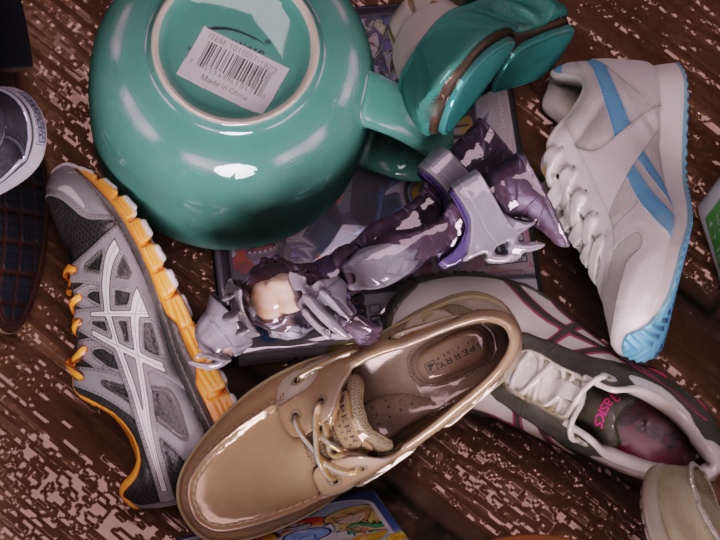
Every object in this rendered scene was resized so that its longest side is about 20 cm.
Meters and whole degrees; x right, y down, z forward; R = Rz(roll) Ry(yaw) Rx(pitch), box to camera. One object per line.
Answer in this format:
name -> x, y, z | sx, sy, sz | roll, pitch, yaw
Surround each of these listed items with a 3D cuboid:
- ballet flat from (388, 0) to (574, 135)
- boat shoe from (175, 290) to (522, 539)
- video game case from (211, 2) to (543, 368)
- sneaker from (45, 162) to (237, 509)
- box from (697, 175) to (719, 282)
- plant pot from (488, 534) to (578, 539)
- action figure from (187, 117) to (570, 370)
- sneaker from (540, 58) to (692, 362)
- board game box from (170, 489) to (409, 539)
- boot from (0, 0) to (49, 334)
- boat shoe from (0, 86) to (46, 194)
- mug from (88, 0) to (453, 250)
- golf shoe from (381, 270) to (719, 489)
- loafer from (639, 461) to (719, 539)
ballet flat -> 0.052, -0.120, 1.128 | 0.070, 0.200, 0.067 | 37, 115, 10
boat shoe -> -0.008, 0.073, 1.073 | 0.200, 0.065, 0.071 | -34, 92, 2
video game case -> 0.002, -0.053, 1.196 | 0.180, 0.026, 0.201 | -6, 75, -6
sneaker -> -0.126, 0.035, 1.135 | 0.077, 0.078, 0.200 | -26, 79, -6
box -> 0.311, 0.013, 1.128 | 0.199, 0.171, 0.200 | -11, 75, -8
plant pot -> 0.095, 0.224, 1.068 | 0.199, 0.140, 0.201 | 1, 73, -4
action figure -> 0.000, 0.000, 1.084 | 0.200, 0.130, 0.070 | -28, 104, -2
sneaker -> 0.137, -0.033, 1.162 | 0.080, 0.077, 0.200 | 5, 49, -1
board game box -> -0.072, 0.167, 1.072 | 0.199, 0.135, 0.035 | -13, 101, -9
boot -> -0.230, -0.062, 1.170 | 0.097, 0.075, 0.201 | -6, 85, 20
boat shoe -> -0.254, -0.031, 1.103 | 0.200, 0.068, 0.072 | -29, 83, 21
mug -> -0.054, -0.103, 1.132 | 0.184, 0.114, 0.153 | -19, 76, -10
golf shoe -> 0.106, 0.057, 1.127 | 0.199, 0.088, 0.077 | 24, 90, -4
loafer -> 0.197, 0.168, 1.022 | 0.068, 0.076, 0.200 | -30, 50, 8
